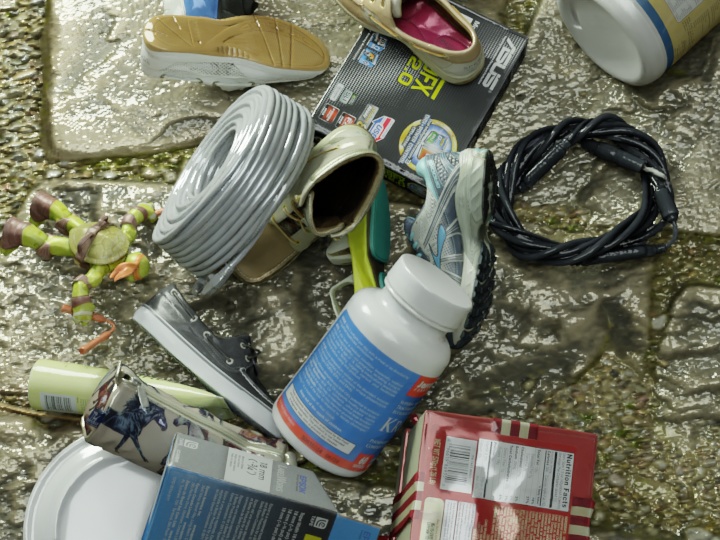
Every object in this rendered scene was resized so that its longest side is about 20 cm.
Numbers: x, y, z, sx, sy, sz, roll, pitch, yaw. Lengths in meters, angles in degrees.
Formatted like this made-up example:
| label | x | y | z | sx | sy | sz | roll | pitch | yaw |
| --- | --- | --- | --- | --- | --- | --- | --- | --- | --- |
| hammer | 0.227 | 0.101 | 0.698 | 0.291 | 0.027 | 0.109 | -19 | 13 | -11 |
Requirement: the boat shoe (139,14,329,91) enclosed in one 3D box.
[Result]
| label | x | y | z | sx | sy | sz | roll | pitch | yaw |
| --- | --- | --- | --- | --- | --- | --- | --- | --- | --- |
| boat shoe | -0.134 | -0.223 | 1.607 | 0.199 | 0.069 | 0.071 | 5 | 53 | -17 |

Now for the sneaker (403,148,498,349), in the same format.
| label | x | y | z | sx | sy | sz | roll | pitch | yaw |
| --- | --- | --- | --- | --- | --- | --- | --- | --- | --- |
| sneaker | 0.088 | -0.023 | 1.526 | 0.086 | 0.078 | 0.201 | 5 | 94 | 20 |

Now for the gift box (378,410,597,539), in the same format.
| label | x | y | z | sx | sy | sz | roll | pitch | yaw |
| --- | --- | --- | --- | --- | --- | --- | --- | --- | --- |
| gift box | 0.102 | 0.219 | 1.399 | 0.199 | 0.187 | 0.185 | 13 | 74 | -1 |

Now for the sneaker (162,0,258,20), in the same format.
| label | x | y | z | sx | sy | sz | roll | pitch | yaw |
| --- | --- | --- | --- | --- | --- | --- | --- | --- | --- |
| sneaker | -0.164 | -0.351 | 1.637 | 0.111 | 0.077 | 0.200 | -12 | 77 | 4 |

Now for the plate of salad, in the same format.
| label | x | y | z | sx | sy | sz | roll | pitch | yaw |
| --- | --- | --- | --- | --- | --- | --- | --- | --- | --- |
| plate of salad | -0.222 | 0.250 | 1.468 | 0.199 | 0.048 | 0.201 | 3 | 75 | -11 |

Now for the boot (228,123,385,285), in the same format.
| label | x | y | z | sx | sy | sz | roll | pitch | yaw |
| --- | --- | --- | --- | --- | --- | --- | --- | --- | --- |
| boot | -0.055 | -0.053 | 1.488 | 0.072 | 0.155 | 0.200 | 42 | 97 | -14 |

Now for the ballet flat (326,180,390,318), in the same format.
| label | x | y | z | sx | sy | sz | roll | pitch | yaw |
| --- | --- | --- | --- | --- | --- | --- | --- | --- | --- |
| ballet flat | 0.000 | 0.000 | 1.537 | 0.067 | 0.067 | 0.201 | -11 | 74 | 15 |

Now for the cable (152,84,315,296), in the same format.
| label | x | y | z | sx | sy | sz | roll | pitch | yaw |
| --- | --- | --- | --- | --- | --- | --- | --- | --- | --- |
| cable | -0.126 | -0.089 | 1.500 | 0.069 | 0.200 | 0.200 | 34 | 106 | -20 |

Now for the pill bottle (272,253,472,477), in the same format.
| label | x | y | z | sx | sy | sz | roll | pitch | yaw |
| --- | --- | --- | --- | --- | --- | --- | --- | --- | --- |
| pill bottle | 0.014 | 0.087 | 1.437 | 0.112 | 0.112 | 0.200 | 40 | 108 | 12 |

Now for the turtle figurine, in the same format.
| label | x | y | z | sx | sy | sz | roll | pitch | yaw |
| --- | --- | --- | --- | --- | --- | --- | --- | --- | --- |
| turtle figurine | -0.277 | -0.017 | 1.529 | 0.161 | 0.064 | 0.200 | 20 | 57 | 14 |

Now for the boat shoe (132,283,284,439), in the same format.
| label | x | y | z | sx | sy | sz | roll | pitch | yaw |
| --- | --- | --- | --- | --- | --- | --- | --- | --- | --- |
| boat shoe | -0.136 | 0.086 | 1.515 | 0.200 | 0.070 | 0.066 | 38 | 79 | 20 |

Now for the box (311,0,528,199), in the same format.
| label | x | y | z | sx | sy | sz | roll | pitch | yaw |
| --- | --- | --- | --- | --- | --- | --- | --- | --- | --- |
| box | 0.061 | -0.190 | 1.600 | 0.160 | 0.044 | 0.200 | 28 | 76 | 10 |

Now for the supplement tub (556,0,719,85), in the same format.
| label | x | y | z | sx | sy | sz | roll | pitch | yaw |
| --- | --- | --- | --- | --- | --- | --- | --- | --- | --- |
| supplement tub | 0.317 | -0.304 | 1.574 | 0.200 | 0.145 | 0.145 | -42 | 76 | -11 |

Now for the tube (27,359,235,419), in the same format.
| label | x | y | z | sx | sy | sz | roll | pitch | yaw |
| --- | --- | --- | --- | --- | --- | --- | --- | --- | --- |
| tube | -0.225 | 0.123 | 1.505 | 0.199 | 0.058 | 0.052 | 7 | 112 | 9 |

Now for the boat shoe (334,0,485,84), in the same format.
| label | x | y | z | sx | sy | sz | roll | pitch | yaw |
| --- | --- | --- | --- | --- | --- | --- | --- | --- | --- |
| boat shoe | 0.046 | -0.272 | 1.566 | 0.200 | 0.069 | 0.074 | 35 | 77 | 11 |

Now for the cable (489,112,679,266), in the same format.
| label | x | y | z | sx | sy | sz | roll | pitch | yaw |
| --- | --- | --- | --- | --- | --- | --- | --- | --- | --- |
| cable | 0.220 | -0.081 | 1.559 | 0.199 | 0.051 | 0.164 | -7 | 73 | 0 |

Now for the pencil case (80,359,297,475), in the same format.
| label | x | y | z | sx | sy | sz | roll | pitch | yaw |
| --- | --- | --- | --- | --- | --- | --- | --- | --- | --- |
| pencil case | -0.162 | 0.160 | 1.439 | 0.200 | 0.089 | 0.078 | 26 | 50 | -12 |

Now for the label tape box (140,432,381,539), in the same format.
| label | x | y | z | sx | sy | sz | roll | pitch | yaw |
| --- | --- | --- | --- | --- | --- | --- | --- | --- | --- |
| label tape box | -0.097 | 0.249 | 1.401 | 0.200 | 0.063 | 0.145 | 17 | 113 | -7 |
